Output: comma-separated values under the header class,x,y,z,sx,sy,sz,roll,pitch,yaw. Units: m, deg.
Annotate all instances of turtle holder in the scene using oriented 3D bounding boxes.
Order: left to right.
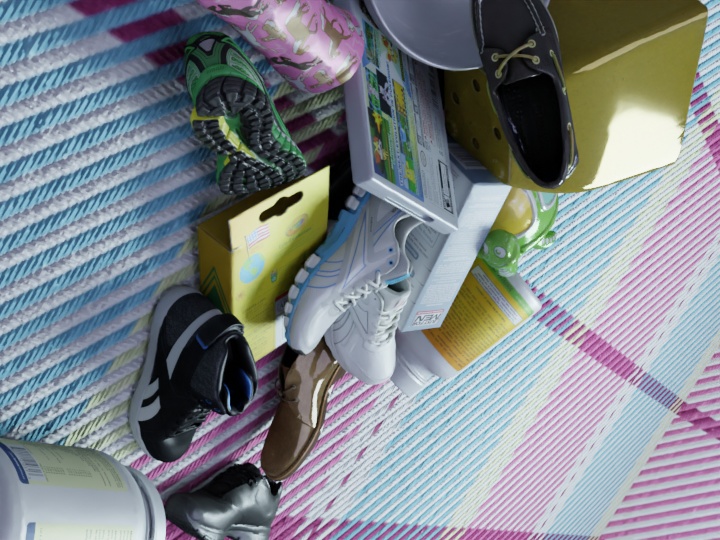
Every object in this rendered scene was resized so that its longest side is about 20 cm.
class,x,y,z,sx,sy,sz,roll,pitch,yaw
turtle holder,0.149,-0.083,1.126,0.186,0.141,0.132,-58,150,-25

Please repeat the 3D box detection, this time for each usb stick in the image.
class,x,y,z,sx,sy,sz,roll,pitch,yaw
usb stick,0.025,-0.133,1.023,0.200,0.033,0.055,-48,141,-15

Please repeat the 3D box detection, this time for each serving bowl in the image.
class,x,y,z,sx,sy,sz,roll,pitch,yaw
serving bowl,0.079,-0.284,0.891,0.200,0.066,0.201,-6,105,-24

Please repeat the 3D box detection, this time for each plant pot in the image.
class,x,y,z,sx,sy,sz,roll,pitch,yaw
plant pot,0.194,-0.194,1.000,0.200,0.196,0.194,-25,139,-17

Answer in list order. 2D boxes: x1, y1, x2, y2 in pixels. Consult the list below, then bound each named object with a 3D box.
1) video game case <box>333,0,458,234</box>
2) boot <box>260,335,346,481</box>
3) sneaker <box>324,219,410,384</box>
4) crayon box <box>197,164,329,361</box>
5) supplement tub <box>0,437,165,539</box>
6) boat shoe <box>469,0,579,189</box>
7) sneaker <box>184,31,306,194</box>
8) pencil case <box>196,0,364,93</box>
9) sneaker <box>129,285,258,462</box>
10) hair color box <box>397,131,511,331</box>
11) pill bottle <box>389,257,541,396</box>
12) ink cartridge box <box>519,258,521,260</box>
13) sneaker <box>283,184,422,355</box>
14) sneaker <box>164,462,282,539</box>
class,x,y,z,sx,sy,sz,roll,pitch,yaw
video game case,0.035,-0.149,0.914,0.182,0.022,0.200,23,57,-58
boot,-0.075,0.138,1.103,0.075,0.074,0.200,24,90,-45
sneaker,0.013,0.037,1.044,0.078,0.099,0.200,-26,116,-34
crayon box,-0.091,-0.008,0.944,0.127,0.051,0.200,-33,145,-35
supplement tub,-0.271,0.215,0.813,0.145,0.145,0.200,-59,149,2
boat shoe,0.145,-0.169,0.861,0.061,0.072,0.202,-61,132,-70
sneaker,-0.095,-0.127,0.820,0.078,0.085,0.200,-14,158,-2
pencil case,-0.075,-0.212,0.761,0.200,0.086,0.083,29,71,-58
sneaker,-0.154,0.125,0.925,0.073,0.112,0.200,-21,133,-43
hair color box,0.077,-0.041,1.073,0.061,0.099,0.200,-4,132,-37
pill bottle,0.113,0.062,1.214,0.200,0.111,0.111,-39,149,7
ink cartridge box,0.202,-0.080,1.326,0.200,0.050,0.162,-52,152,-43
sneaker,0.000,0.000,0.953,0.200,0.087,0.075,-60,160,-6
sneaker,-0.151,0.256,1.101,0.091,0.076,0.200,-65,156,-6
